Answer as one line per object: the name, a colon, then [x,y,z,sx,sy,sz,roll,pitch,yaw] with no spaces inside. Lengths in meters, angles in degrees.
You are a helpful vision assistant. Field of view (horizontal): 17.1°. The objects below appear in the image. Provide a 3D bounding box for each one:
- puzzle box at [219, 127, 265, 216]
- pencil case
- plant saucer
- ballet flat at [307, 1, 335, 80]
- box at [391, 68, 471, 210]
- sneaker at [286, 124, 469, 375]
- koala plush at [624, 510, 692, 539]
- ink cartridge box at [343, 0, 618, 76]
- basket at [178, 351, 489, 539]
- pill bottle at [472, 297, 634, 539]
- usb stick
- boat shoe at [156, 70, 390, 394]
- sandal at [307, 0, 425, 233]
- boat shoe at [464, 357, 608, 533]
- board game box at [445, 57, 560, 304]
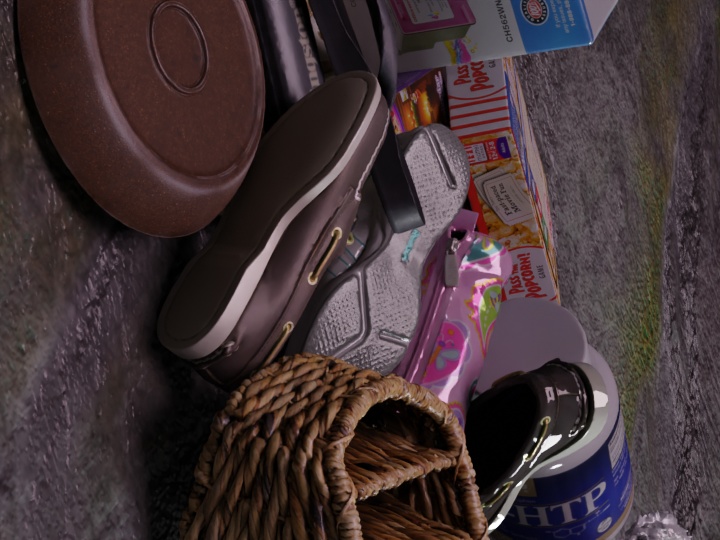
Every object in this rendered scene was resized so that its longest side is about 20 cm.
puzzle box: [-0.079,-0.133,1.434,0.133,0.025,0.200,40,47,-51]
pencil case: [0.038,0.059,1.559,0.087,0.087,0.200,56,46,-47]
plant saucer: [-0.110,-0.119,1.316,0.200,0.034,0.200,30,53,-50]
ballet flat: [-0.027,-0.103,1.515,0.071,0.065,0.200,36,49,-53]
box: [0.040,-0.034,1.695,0.137,0.039,0.200,-40,120,-64]
sneaker: [0.000,0.000,1.524,0.070,0.080,0.200,40,64,-30]
koala plush: [0.188,0.281,1.761,0.200,0.184,0.177,-64,174,-45]
ink cartridge box: [0.051,-0.212,1.571,0.085,0.200,0.145,-57,134,-53]
basket: [0.007,0.133,1.362,0.200,0.149,0.143,-2,111,-67]
pill bottle: [0.127,0.112,1.708,0.200,0.120,0.120,72,22,-52]
usb stick: [-0.042,-0.115,1.429,0.055,0.033,0.200,-15,93,-52]
boat shoe: [-0.039,-0.023,1.373,0.060,0.072,0.200,45,68,-37]
sandal: [0.008,-0.123,1.457,0.076,0.043,0.200,-63,134,-82]
boat shoe: [0.078,0.122,1.583,0.061,0.201,0.072,2,55,-40]
board game box: [0.106,-0.080,1.795,0.152,0.046,0.200,-92,167,-45]
